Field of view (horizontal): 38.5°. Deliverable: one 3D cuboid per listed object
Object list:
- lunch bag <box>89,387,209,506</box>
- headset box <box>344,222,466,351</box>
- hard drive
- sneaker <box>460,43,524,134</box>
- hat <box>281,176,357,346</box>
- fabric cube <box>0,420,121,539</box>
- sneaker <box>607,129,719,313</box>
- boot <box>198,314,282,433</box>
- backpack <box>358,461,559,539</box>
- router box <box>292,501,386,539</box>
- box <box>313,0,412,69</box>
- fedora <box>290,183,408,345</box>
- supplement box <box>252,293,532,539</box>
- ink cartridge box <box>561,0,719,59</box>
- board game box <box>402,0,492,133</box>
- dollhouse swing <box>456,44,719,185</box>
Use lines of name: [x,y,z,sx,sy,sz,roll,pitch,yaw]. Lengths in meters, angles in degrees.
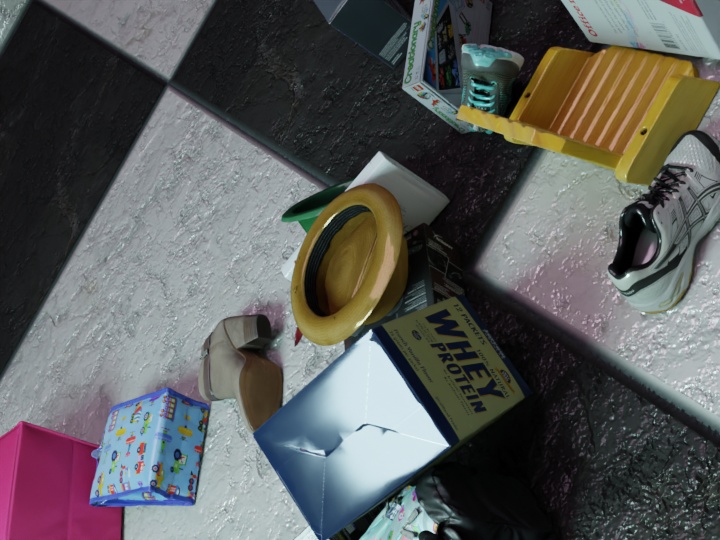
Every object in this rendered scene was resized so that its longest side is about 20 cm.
lunch bag: [-0.335,0.270,1.536,0.198,0.094,0.152,-12,60,35]
headset box: [0.055,0.068,1.257,0.148,0.077,0.202,-30,48,33]
hard drive: [0.007,-0.046,1.330,0.200,0.131,0.027,-49,42,15]
sneaker: [0.155,-0.216,1.255,0.077,0.200,0.092,11,89,12]
hat: [-0.007,-0.024,1.412,0.199,0.178,0.165,-13,15,39]
fabric cube: [-0.499,0.381,1.583,0.195,0.199,0.201,-32,48,33]
sneaker: [0.311,-0.060,1.043,0.075,0.087,0.202,7,73,50]
boot: [-0.181,0.158,1.478,0.146,0.070,0.202,-31,47,41]
backpack: [0.081,0.293,1.055,0.201,0.166,0.127,-56,32,26]
router box: [-0.069,0.337,1.177,0.200,0.157,0.052,-45,79,19]
box: [-0.007,-0.409,1.546,0.079,0.141,0.201,-46,41,17]
fedora: [0.000,0.000,1.232,0.200,0.081,0.203,-24,55,40]
supplement box: [0.036,0.149,1.077,0.200,0.199,0.135,-42,76,30]
ink cartridge box: [0.326,-0.341,1.127,0.199,0.145,0.145,24,77,50]
board game box: [0.118,-0.299,1.358,0.034,0.126,0.202,-12,59,42]
dollhouse swing: [0.238,-0.196,1.132,0.200,0.175,0.183,32,93,52]
